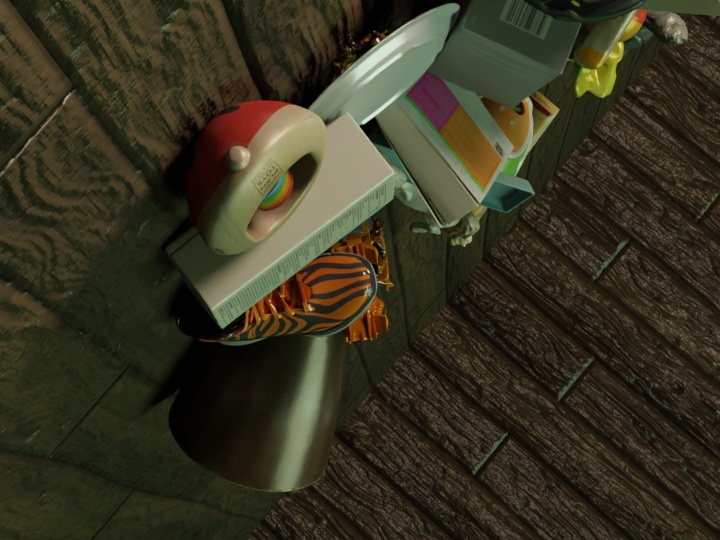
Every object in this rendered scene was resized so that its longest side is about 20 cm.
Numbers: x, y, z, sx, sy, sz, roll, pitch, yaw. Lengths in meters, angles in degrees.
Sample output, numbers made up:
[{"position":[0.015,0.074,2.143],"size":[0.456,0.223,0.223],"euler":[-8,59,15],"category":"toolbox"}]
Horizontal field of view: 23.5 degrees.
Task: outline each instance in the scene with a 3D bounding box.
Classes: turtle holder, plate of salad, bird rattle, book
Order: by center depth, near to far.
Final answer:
[{"position":[0.006,-0.177,1.541],"size":[0.199,0.048,0.200],"euler":[-38,173,-6],"category":"plate of salad"},{"position":[0.086,-0.141,1.728],"size":[0.048,0.134,0.200],"euler":[-31,-171,26],"category":"book"},{"position":[0.263,-0.266,1.740],"size":[0.200,0.112,0.163],"euler":[-50,-173,14],"category":"bird rattle"},{"position":[0.124,-0.150,1.960],"size":[0.132,0.141,0.186],"euler":[-49,170,-12],"category":"turtle holder"}]

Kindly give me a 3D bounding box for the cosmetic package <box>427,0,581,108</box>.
[{"position":[0.134,-0.223,1.637],"size":[0.200,0.106,0.091],"euler":[174,-61,-81],"category":"cosmetic package"}]

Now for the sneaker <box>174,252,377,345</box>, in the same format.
[{"position":[-0.087,0.035,1.647],"size":[0.199,0.078,0.112],"euler":[-19,174,23],"category":"sneaker"}]

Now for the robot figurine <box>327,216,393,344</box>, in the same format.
[{"position":[0.000,0.000,1.787],"size":[0.058,0.146,0.200],"euler":[-7,-166,5],"category":"robot figurine"}]

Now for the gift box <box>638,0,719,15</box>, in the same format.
[{"position":[0.253,-0.354,1.524],"size":[0.185,0.186,0.201],"euler":[-52,129,-24],"category":"gift box"}]

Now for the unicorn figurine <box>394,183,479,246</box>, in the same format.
[{"position":[0.047,-0.090,1.915],"size":[0.137,0.198,0.075],"euler":[160,-54,-78],"category":"unicorn figurine"}]

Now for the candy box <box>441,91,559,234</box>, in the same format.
[{"position":[0.136,-0.150,2.102],"size":[0.201,0.116,0.056],"euler":[-55,170,28],"category":"candy box"}]

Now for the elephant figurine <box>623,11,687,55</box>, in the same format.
[{"position":[0.267,-0.288,1.901],"size":[0.155,0.200,0.142],"euler":[-39,166,-53],"category":"elephant figurine"}]

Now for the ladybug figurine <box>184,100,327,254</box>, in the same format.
[{"position":[-0.089,-0.081,1.378],"size":[0.136,0.072,0.200],"euler":[-50,172,-4],"category":"ladybug figurine"}]

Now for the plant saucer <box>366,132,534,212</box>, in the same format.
[{"position":[0.083,-0.104,1.831],"size":[0.070,0.198,0.019],"euler":[145,-43,-62],"category":"plant saucer"}]

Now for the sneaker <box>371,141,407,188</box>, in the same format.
[{"position":[-0.012,-0.084,1.685],"size":[0.088,0.076,0.200],"euler":[-44,-178,-2],"category":"sneaker"}]

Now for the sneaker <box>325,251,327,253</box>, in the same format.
[{"position":[-0.047,0.008,1.968],"size":[0.071,0.075,0.200],"euler":[-49,171,-6],"category":"sneaker"}]

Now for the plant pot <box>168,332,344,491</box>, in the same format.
[{"position":[-0.094,0.103,1.882],"size":[0.187,0.186,0.201],"euler":[-36,151,-58],"category":"plant pot"}]

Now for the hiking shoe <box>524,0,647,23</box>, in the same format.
[{"position":[0.153,-0.264,1.449],"size":[0.101,0.198,0.076],"euler":[70,32,-78],"category":"hiking shoe"}]

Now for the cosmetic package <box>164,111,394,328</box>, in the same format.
[{"position":[-0.068,-0.042,1.524],"size":[0.199,0.073,0.104],"euler":[-38,171,-7],"category":"cosmetic package"}]
